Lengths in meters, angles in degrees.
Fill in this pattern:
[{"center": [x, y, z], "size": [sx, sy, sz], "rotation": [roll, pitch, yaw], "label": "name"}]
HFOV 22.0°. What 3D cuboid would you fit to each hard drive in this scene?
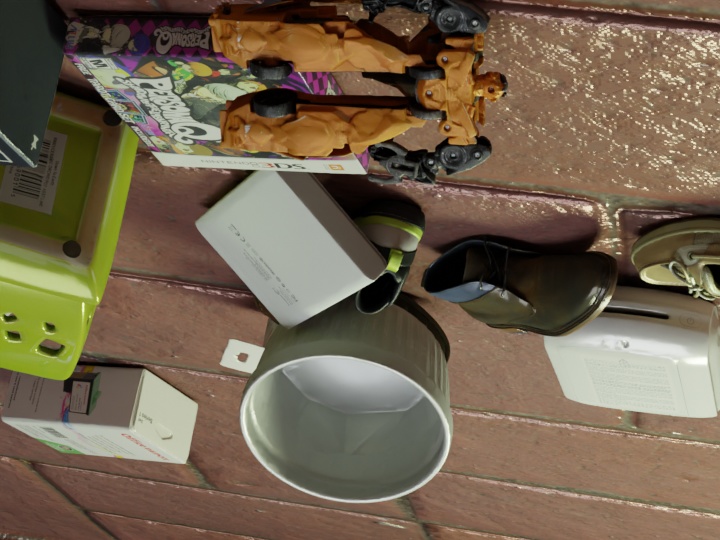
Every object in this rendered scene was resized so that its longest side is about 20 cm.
[{"center": [-0.064, -0.024, 1.609], "size": [0.132, 0.027, 0.200], "rotation": [49, 154, -5], "label": "hard drive"}]

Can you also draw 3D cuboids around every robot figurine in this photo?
[{"center": [0.001, -0.131, 1.251], "size": [0.199, 0.058, 0.145], "rotation": [3, 119, 9], "label": "robot figurine"}]

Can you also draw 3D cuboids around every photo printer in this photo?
[{"center": [0.256, 0.072, 1.724], "size": [0.166, 0.070, 0.200], "rotation": [6, 160, 17], "label": "photo printer"}]

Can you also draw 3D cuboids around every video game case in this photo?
[{"center": [-0.103, -0.131, 1.405], "size": [0.181, 0.036, 0.200], "rotation": [3, 159, 18], "label": "video game case"}]

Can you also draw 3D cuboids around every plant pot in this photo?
[{"center": [-0.290, -0.049, 1.516], "size": [0.198, 0.201, 0.181], "rotation": [17, 153, -16], "label": "plant pot"}]

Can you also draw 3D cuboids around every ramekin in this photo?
[{"center": [-0.008, 0.116, 1.752], "size": [0.199, 0.105, 0.201], "rotation": [6, 132, 6], "label": "ramekin"}]

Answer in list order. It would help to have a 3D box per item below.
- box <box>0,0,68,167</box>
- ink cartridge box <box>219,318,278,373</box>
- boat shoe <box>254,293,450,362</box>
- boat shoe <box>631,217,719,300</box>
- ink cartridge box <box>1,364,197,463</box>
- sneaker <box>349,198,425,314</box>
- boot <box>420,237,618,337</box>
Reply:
[{"center": [-0.338, -0.169, 1.297], "size": [0.198, 0.124, 0.200], "rotation": [7, 162, 17], "label": "box"}, {"center": [-0.038, 0.077, 1.911], "size": [0.199, 0.068, 0.117], "rotation": [13, 162, -7], "label": "ink cartridge box"}, {"center": [-0.008, 0.049, 1.826], "size": [0.199, 0.072, 0.068], "rotation": [26, 163, -11], "label": "boat shoe"}, {"center": [0.307, -0.001, 1.494], "size": [0.200, 0.063, 0.073], "rotation": [-2, 157, 34], "label": "boat shoe"}, {"center": [-0.327, 0.179, 2.344], "size": [0.199, 0.084, 0.145], "rotation": [2, 159, 27], "label": "ink cartridge box"}, {"center": [0.000, 0.000, 1.646], "size": [0.071, 0.083, 0.200], "rotation": [15, 161, -9], "label": "sneaker"}, {"center": [0.136, 0.013, 1.619], "size": [0.097, 0.075, 0.200], "rotation": [17, 162, -25], "label": "boot"}]
